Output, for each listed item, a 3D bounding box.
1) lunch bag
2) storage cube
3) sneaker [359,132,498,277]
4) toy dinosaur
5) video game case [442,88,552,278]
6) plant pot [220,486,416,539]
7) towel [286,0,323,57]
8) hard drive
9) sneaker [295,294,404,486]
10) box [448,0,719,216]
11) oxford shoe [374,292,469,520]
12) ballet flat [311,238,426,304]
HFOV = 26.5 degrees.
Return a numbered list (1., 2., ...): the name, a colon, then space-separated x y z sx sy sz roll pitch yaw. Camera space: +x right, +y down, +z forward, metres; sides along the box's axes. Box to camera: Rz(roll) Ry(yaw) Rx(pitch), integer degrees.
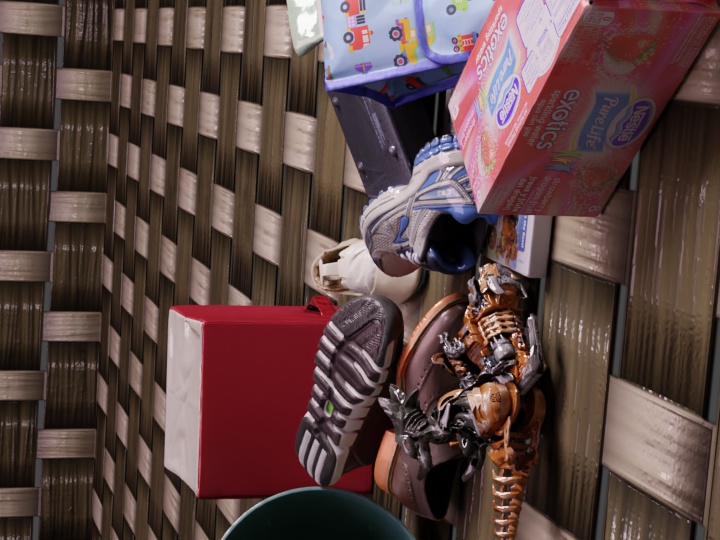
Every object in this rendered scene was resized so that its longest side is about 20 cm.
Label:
1. lunch bag: 0.070 -0.223 1.170 0.199 0.094 0.152 -10 81 38
2. storage cube: -0.094 0.126 1.550 0.171 0.179 0.201 -168 78 -71
3. sneaker: 0.055 -0.030 1.218 0.200 0.077 0.086 125 138 -60
4. toy dinosaur: 0.091 0.100 1.140 0.136 0.102 0.201 -32 36 50
5. video game case: 0.106 -0.083 1.210 0.200 0.018 0.144 -147 61 -69
6. plant pot: -0.041 0.309 1.367 0.161 0.199 0.202 103 162 -69
7. towel: 0.004 -0.297 1.319 0.200 0.023 0.153 -30 57 36
8. hard drive: 0.018 -0.134 1.356 0.200 0.042 0.136 171 77 -79
9. sneaker: 0.020 0.093 1.317 0.076 0.115 0.201 50 134 32
10. box: 0.138 -0.133 0.991 0.200 0.094 0.103 113 152 -49
11. oxford shoe: 0.070 0.113 1.258 0.073 0.071 0.201 37 128 39
12. ballet flat: 0.000 0.000 1.451 0.200 0.069 0.070 174 97 -71
